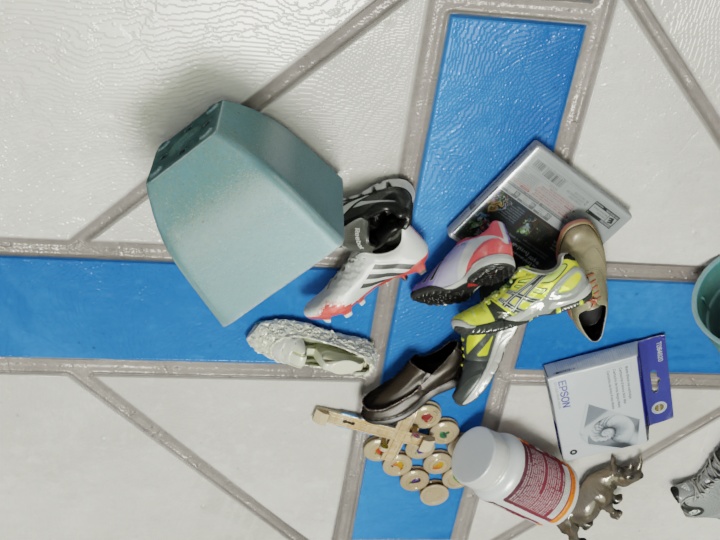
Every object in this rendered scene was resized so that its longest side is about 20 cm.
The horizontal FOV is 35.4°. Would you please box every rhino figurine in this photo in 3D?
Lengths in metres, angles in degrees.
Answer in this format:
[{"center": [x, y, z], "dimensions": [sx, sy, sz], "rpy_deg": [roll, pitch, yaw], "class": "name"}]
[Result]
[{"center": [0.408, 0.384, 1.926], "dimensions": [0.087, 0.060, 0.200], "rpy_deg": [35, 111, -17], "class": "rhino figurine"}]

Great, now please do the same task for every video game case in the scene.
[{"center": [0.254, -0.068, 1.599], "dimensions": [0.200, 0.023, 0.182], "rpy_deg": [32, 115, -28], "class": "video game case"}]

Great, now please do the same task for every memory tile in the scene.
[{"center": [0.113, 0.303, 1.849], "dimensions": [0.153, 0.017, 0.200], "rpy_deg": [-37, 123, 18], "class": "memory tile"}]

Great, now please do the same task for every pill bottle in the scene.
[{"center": [0.248, 0.330, 1.821], "dimensions": [0.200, 0.114, 0.114], "rpy_deg": [30, 116, -32], "class": "pill bottle"}]

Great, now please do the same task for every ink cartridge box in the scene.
[{"center": [0.405, 0.207, 1.809], "dimensions": [0.200, 0.041, 0.200], "rpy_deg": [-16, 127, 3], "class": "ink cartridge box"}]

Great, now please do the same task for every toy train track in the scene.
[{"center": [0.022, 0.255, 1.776], "dimensions": [0.200, 0.033, 0.115], "rpy_deg": [16, 119, -11], "class": "toy train track"}]

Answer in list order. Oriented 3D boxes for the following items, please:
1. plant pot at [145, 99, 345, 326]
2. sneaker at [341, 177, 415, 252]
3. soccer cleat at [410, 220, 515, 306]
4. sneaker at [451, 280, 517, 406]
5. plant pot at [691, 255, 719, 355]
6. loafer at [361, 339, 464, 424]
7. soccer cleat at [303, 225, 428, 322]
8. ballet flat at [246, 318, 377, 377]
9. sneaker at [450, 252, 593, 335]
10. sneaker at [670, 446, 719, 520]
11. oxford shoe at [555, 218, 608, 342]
[{"center": [-0.158, -0.093, 1.420], "dimensions": [0.196, 0.196, 0.200], "rpy_deg": [-35, 115, 16], "class": "plant pot"}, {"center": [-0.016, -0.058, 1.521], "dimensions": [0.200, 0.091, 0.067], "rpy_deg": [-21, 125, 7], "class": "sneaker"}, {"center": [0.142, -0.004, 1.587], "dimensions": [0.068, 0.073, 0.200], "rpy_deg": [12, 155, -31], "class": "soccer cleat"}, {"center": [0.175, 0.101, 1.660], "dimensions": [0.085, 0.074, 0.200], "rpy_deg": [26, 94, 6], "class": "sneaker"}, {"center": [0.611, 0.095, 1.677], "dimensions": [0.200, 0.200, 0.196], "rpy_deg": [-24, 133, 9], "class": "plant pot"}, {"center": [0.082, 0.161, 1.715], "dimensions": [0.200, 0.073, 0.071], "rpy_deg": [-30, 121, 2], "class": "loafer"}, {"center": [0.000, 0.000, 1.586], "dimensions": [0.200, 0.069, 0.085], "rpy_deg": [-28, 116, 8], "class": "soccer cleat"}, {"center": [-0.067, 0.118, 1.658], "dimensions": [0.200, 0.072, 0.072], "rpy_deg": [10, 124, -14], "class": "ballet flat"}, {"center": [0.219, 0.036, 1.577], "dimensions": [0.200, 0.075, 0.077], "rpy_deg": [-20, 93, 4], "class": "sneaker"}, {"center": [0.592, 0.362, 1.931], "dimensions": [0.115, 0.075, 0.200], "rpy_deg": [-4, 127, -3], "class": "sneaker"}, {"center": [0.327, 0.015, 1.611], "dimensions": [0.070, 0.075, 0.200], "rpy_deg": [-18, 129, 2], "class": "oxford shoe"}]
